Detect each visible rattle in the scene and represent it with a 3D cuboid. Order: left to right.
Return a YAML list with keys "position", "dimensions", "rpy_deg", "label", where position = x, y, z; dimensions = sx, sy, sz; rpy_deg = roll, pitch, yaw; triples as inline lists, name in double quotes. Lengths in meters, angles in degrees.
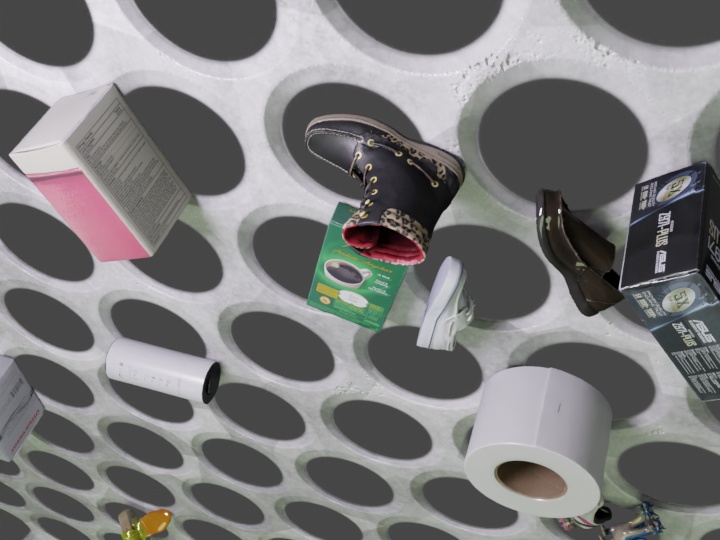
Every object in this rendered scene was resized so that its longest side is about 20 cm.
- position: [-0.556, 0.682, 2.262]
  dimensions: [0.130, 0.143, 0.200]
  rpy_deg: [43, 167, 27]
  label: "rattle"

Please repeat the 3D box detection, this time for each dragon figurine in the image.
- position: [0.469, 0.467, 1.460]
  dimensions: [0.099, 0.059, 0.201]
  rpy_deg: [-13, 136, 3]
  label: "dragon figurine"

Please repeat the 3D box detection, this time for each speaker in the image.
- position: [-0.358, 0.182, 1.541]
  dimensions: [0.199, 0.081, 0.081]
  rpy_deg: [12, 140, 13]
  label: "speaker"

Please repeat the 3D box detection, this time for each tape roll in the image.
- position: [0.268, 0.258, 1.271]
  dimensions: [0.202, 0.140, 0.203]
  rpy_deg: [14, 140, 12]
  label: "tape roll"

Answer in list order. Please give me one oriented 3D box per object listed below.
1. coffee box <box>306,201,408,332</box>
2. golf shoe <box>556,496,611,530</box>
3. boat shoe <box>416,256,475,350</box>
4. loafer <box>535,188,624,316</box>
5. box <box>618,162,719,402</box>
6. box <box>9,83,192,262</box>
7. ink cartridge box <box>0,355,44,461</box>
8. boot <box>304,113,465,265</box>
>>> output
- position: [0.000, 0.000, 1.181]
  dimensions: [0.122, 0.044, 0.200]
  rpy_deg: [21, 142, 2]
  label: "coffee box"
- position: [0.357, 0.372, 1.419]
  dimensions: [0.092, 0.073, 0.200]
  rpy_deg: [-14, 139, 26]
  label: "golf shoe"
- position: [0.126, 0.049, 1.164]
  dimensions: [0.065, 0.074, 0.200]
  rpy_deg: [15, 151, 2]
  label: "boat shoe"
- position: [0.266, -0.028, 1.006]
  dimensions: [0.071, 0.073, 0.200]
  rpy_deg: [-17, 132, 27]
  label: "loafer"
- position: [0.372, 0.015, 0.917]
  dimensions: [0.086, 0.164, 0.200]
  rpy_deg: [-18, 126, 40]
  label: "box"
- position: [-0.342, -0.126, 1.139]
  dimensions: [0.108, 0.128, 0.200]
  rpy_deg: [-5, 133, 32]
  label: "box"
- position: [-0.788, 0.296, 1.836]
  dimensions: [0.083, 0.145, 0.201]
  rpy_deg: [11, 140, 15]
  label: "ink cartridge box"
- position: [0.011, -0.095, 0.979]
  dimensions: [0.199, 0.151, 0.073]
  rpy_deg: [22, 142, 1]
  label: "boot"
